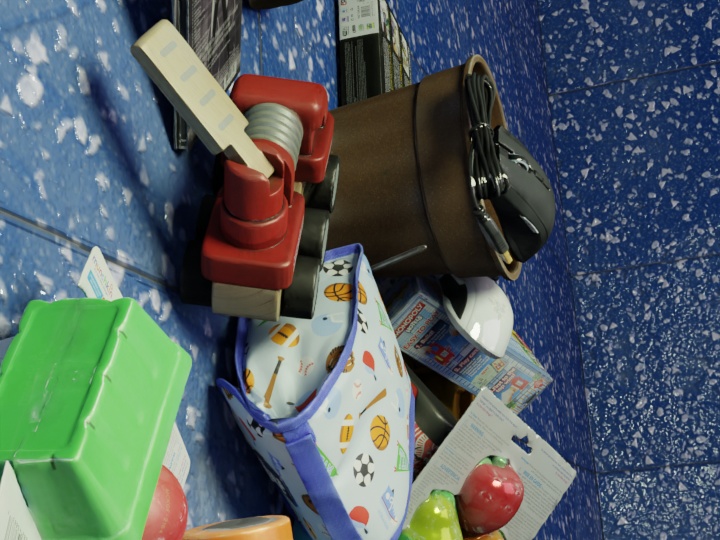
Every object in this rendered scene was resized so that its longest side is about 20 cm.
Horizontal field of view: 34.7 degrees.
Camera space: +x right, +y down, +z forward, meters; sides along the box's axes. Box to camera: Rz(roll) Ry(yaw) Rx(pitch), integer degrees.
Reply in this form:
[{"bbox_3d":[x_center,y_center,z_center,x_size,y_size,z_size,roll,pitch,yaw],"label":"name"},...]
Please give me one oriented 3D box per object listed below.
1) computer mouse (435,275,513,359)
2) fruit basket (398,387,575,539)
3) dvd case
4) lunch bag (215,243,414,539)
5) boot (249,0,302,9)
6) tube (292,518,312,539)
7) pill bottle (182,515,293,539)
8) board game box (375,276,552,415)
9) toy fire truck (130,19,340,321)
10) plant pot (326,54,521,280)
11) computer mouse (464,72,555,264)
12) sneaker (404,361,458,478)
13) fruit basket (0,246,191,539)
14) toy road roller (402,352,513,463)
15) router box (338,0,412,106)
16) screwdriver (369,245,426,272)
[{"bbox_3d":[0.110,0.017,1.100,0.110,0.044,0.200,38,16,-22],"label":"computer mouse"},{"bbox_3d":[0.088,0.219,1.005,0.185,0.094,0.200,42,77,-42],"label":"fruit basket"},{"bbox_3d":[-0.112,-0.210,0.849,0.149,0.016,0.201,-72,170,-55],"label":"dvd case"},{"bbox_3d":[-0.029,0.108,0.891,0.200,0.123,0.170,-91,162,-54],"label":"lunch bag"},{"bbox_3d":[-0.078,-0.312,0.963,0.200,0.072,0.155,-169,-113,-82],"label":"boot"},{"bbox_3d":[-0.046,0.266,0.890,0.200,0.050,0.078,-74,146,-45],"label":"tube"},{"bbox_3d":[-0.067,0.258,0.719,0.106,0.106,0.201,11,71,-72],"label":"pill bottle"},{"bbox_3d":[0.071,0.038,1.147,0.200,0.062,0.200,28,20,-48],"label":"board game box"},{"bbox_3d":[-0.081,-0.089,0.801,0.200,0.128,0.176,97,2,-45],"label":"toy fire truck"},{"bbox_3d":[0.029,-0.074,1.036,0.200,0.198,0.201,-10,90,-73],"label":"plant pot"},{"bbox_3d":[0.130,-0.055,0.939,0.200,0.046,0.141,61,25,-48],"label":"computer mouse"},{"bbox_3d":[-0.002,0.117,1.064,0.201,0.108,0.067,49,8,38],"label":"sneaker"},{"bbox_3d":[-0.143,0.119,0.622,0.200,0.093,0.186,86,9,-45],"label":"fruit basket"},{"bbox_3d":[0.087,0.133,1.259,0.146,0.123,0.201,40,44,-49],"label":"toy road roller"},{"bbox_3d":[0.021,-0.205,1.323,0.149,0.051,0.201,48,37,-63],"label":"router box"},{"bbox_3d":[0.000,0.000,0.965,0.028,0.200,0.029,27,60,-23],"label":"screwdriver"}]
